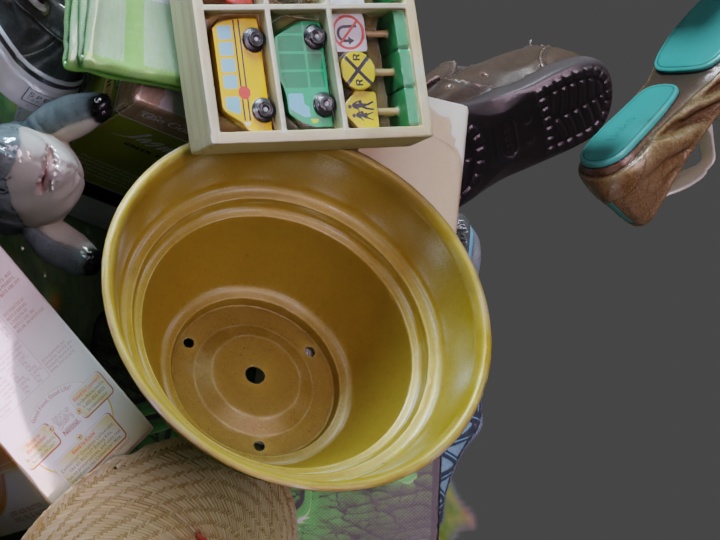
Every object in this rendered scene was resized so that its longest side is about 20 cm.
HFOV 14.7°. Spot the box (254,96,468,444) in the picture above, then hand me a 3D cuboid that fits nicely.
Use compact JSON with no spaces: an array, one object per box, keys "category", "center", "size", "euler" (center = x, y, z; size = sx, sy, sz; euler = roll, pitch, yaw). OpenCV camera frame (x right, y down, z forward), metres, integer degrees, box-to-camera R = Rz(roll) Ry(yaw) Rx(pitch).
[{"category":"box","center":[0.000,0.000,1.526],"size":[0.094,0.078,0.201],"euler":[11,56,-8]}]

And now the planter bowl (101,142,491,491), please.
[{"category":"planter bowl","center":[-0.042,0.036,1.387],"size":[0.199,0.084,0.201],"euler":[11,56,-17]}]

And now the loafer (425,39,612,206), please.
[{"category":"loafer","center":[0.053,-0.083,1.673],"size":[0.199,0.071,0.073],"euler":[-18,123,-23]}]

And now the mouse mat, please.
[{"category":"mouse mat","center":[-0.052,0.104,1.517],"size":[0.199,0.008,0.162],"euler":[6,71,-11]}]

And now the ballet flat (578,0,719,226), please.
[{"category":"ballet flat","center":[0.211,-0.103,1.767],"size":[0.200,0.068,0.072],"euler":[-52,125,-29]}]

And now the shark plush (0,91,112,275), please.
[{"category":"shark plush","center":[-0.202,-0.059,1.427],"size":[0.083,0.200,0.091],"euler":[6,98,-40]}]

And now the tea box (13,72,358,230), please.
[{"category":"tea box","center":[-0.084,-0.134,1.521],"size":[0.133,0.197,0.201],"euler":[21,68,-24]}]

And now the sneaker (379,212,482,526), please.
[{"category":"sneaker","center":[0.030,0.064,1.620],"size":[0.096,0.079,0.201],"euler":[44,56,-51]}]

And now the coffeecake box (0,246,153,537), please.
[{"category":"coffeecake box","center":[-0.219,0.038,1.424],"size":[0.073,0.153,0.200],"euler":[-44,101,-27]}]

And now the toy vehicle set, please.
[{"category":"toy vehicle set","center":[-0.037,-0.159,1.395],"size":[0.124,0.026,0.201],"euler":[-4,82,-28]}]

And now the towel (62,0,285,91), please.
[{"category":"towel","center":[-0.074,-0.186,1.408],"size":[0.148,0.031,0.201],"euler":[8,74,-23]}]

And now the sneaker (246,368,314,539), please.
[{"category":"sneaker","center":[-0.070,0.122,1.550],"size":[0.088,0.075,0.201],"euler":[10,69,-11]}]

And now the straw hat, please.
[{"category":"straw hat","center":[-0.083,0.184,1.391],"size":[0.200,0.085,0.202],"euler":[-22,125,-35]}]

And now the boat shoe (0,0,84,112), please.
[{"category":"boat shoe","center":[-0.186,-0.166,1.492],"size":[0.072,0.071,0.200],"euler":[15,31,-47]}]
